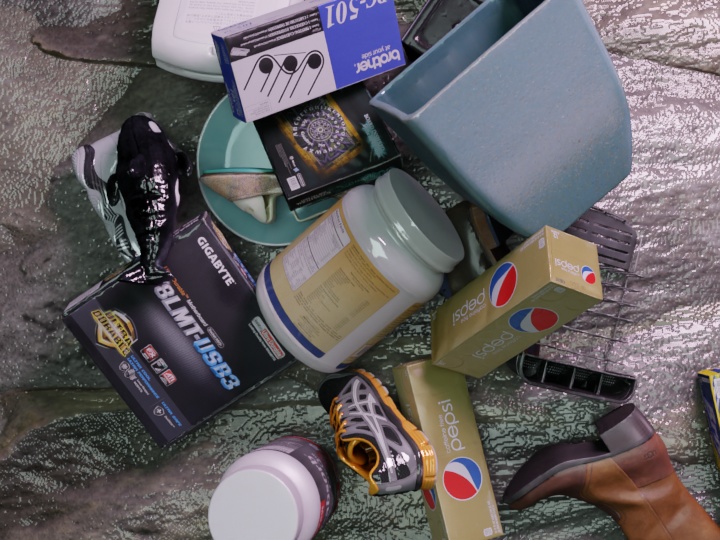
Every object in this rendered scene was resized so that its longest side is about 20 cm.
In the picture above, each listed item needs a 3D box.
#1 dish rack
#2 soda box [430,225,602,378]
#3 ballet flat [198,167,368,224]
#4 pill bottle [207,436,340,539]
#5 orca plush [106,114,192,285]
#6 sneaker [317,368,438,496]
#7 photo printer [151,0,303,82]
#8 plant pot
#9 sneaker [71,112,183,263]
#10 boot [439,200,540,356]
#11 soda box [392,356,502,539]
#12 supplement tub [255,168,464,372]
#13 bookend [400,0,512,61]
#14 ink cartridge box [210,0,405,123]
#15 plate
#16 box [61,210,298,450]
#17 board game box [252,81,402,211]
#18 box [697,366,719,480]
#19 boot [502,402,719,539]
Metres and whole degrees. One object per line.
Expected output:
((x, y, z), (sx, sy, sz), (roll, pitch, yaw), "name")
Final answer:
((0.239, 0.031, 1.108), (0.151, 0.054, 0.203), (13, 88, -24), "dish rack")
((0.150, 0.037, 1.035), (0.067, 0.200, 0.065), (18, 54, -25), "soda box")
((-0.087, -0.088, 1.164), (0.197, 0.068, 0.068), (-3, 93, 10), "ballet flat")
((-0.091, 0.247, 1.105), (0.114, 0.200, 0.118), (0, 88, 8), "pill bottle")
((-0.246, -0.087, 1.115), (0.104, 0.071, 0.203), (0, 71, 18), "orca plush")
((0.002, 0.172, 1.115), (0.076, 0.200, 0.079), (-14, 120, -29), "sneaker")
((-0.146, -0.305, 1.172), (0.164, 0.070, 0.203), (5, 66, 6), "photo printer")
((0.157, -0.144, 1.022), (0.196, 0.196, 0.201), (-40, 107, 1), "plant pot")
((-0.247, -0.086, 1.206), (0.114, 0.075, 0.201), (-35, 80, 8), "sneaker")
((0.136, 0.020, 1.161), (0.096, 0.074, 0.203), (-16, 91, 30), "boot")
((0.094, 0.196, 1.131), (0.063, 0.068, 0.203), (-13, 85, -15), "soda box")
((0.000, 0.000, 1.111), (0.199, 0.144, 0.145), (-39, 82, 20), "supplement tub")
((0.094, -0.320, 1.156), (0.199, 0.092, 0.200), (37, 93, 9), "bookend")
((-0.053, -0.238, 1.104), (0.198, 0.044, 0.095), (-23, 117, -19), "ink cartridge box")
((-0.095, -0.129, 1.211), (0.197, 0.026, 0.204), (-1, 87, 9), "plate")
((-0.201, 0.070, 1.173), (0.197, 0.050, 0.201), (-32, 106, 6), "box")
((-0.050, -0.172, 1.150), (0.134, 0.028, 0.202), (-20, 60, -7), "board game box")
((0.416, 0.203, 1.096), (0.063, 0.070, 0.203), (-11, 86, 7), "box")
((0.279, 0.272, 1.131), (0.187, 0.069, 0.201), (-34, 96, 9), "boot")
